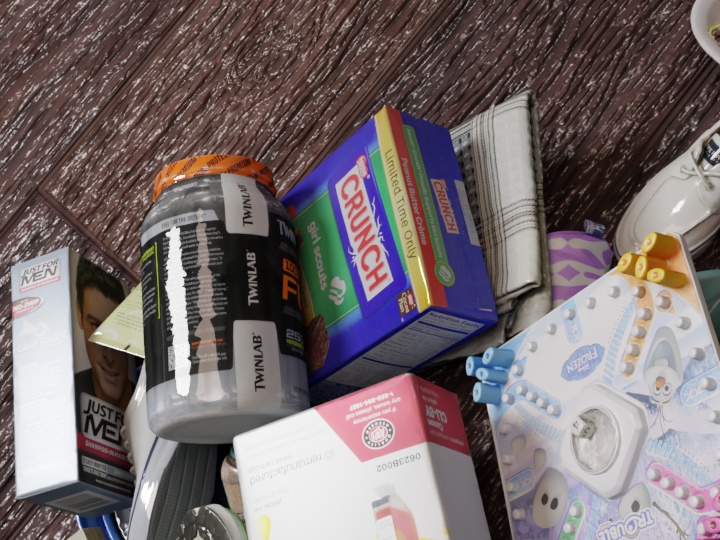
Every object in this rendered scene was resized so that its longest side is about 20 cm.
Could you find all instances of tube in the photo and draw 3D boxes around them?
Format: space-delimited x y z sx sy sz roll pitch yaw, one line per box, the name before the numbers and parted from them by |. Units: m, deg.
tube | -0.147 0.002 0.902 0.058 0.052 0.201 -29 20 45

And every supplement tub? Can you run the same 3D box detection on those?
supplement tub | -0.106 0.023 0.801 0.121 0.122 0.202 -12 71 16

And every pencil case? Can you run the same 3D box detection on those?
pencil case | 0.159 0.069 0.794 0.084 0.085 0.202 -27 54 52

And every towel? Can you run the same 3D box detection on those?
towel | 0.070 -0.022 0.841 0.192 0.034 0.202 -23 59 43

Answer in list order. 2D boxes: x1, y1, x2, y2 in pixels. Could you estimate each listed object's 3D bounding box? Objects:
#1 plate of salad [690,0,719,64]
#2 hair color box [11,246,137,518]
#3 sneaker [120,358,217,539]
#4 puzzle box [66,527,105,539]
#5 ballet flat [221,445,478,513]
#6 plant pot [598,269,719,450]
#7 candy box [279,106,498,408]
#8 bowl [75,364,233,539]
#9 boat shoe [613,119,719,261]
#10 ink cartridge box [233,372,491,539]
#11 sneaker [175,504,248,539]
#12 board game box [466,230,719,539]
plate of salad | 0.356 -0.193 0.802 0.198 0.048 0.201 -2 44 2
hair color box | -0.235 0.094 0.876 0.060 0.099 0.202 -18 64 14
sneaker | -0.158 0.143 0.851 0.070 0.073 0.202 -6 58 28
puzzle box | -0.222 0.327 0.835 0.133 0.025 0.201 -36 69 16
ballet flat | -0.008 0.169 0.816 0.198 0.068 0.068 1 97 0
plant pot | 0.250 0.082 0.679 0.198 0.134 0.202 2 67 -5
candy box | 0.000 0.000 0.833 0.200 0.077 0.171 -35 56 40
bowl | -0.148 0.169 0.891 0.198 0.039 0.203 -8 67 18
boat shoe | 0.274 -0.077 0.811 0.199 0.070 0.071 -39 61 2
ink cartridge box | 0.009 0.190 0.689 0.144 0.083 0.202 -22 65 19
sneaker | -0.102 0.251 0.798 0.077 0.088 0.201 55 134 34
board game box | 0.146 0.106 0.658 0.200 0.026 0.202 -42 46 45
